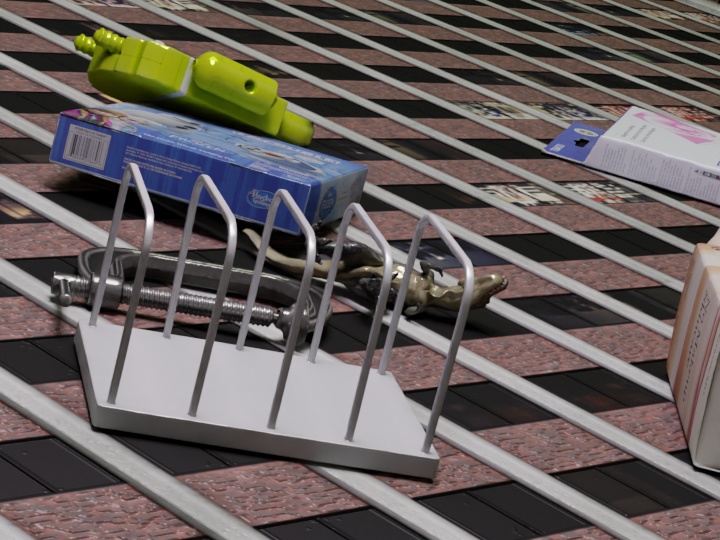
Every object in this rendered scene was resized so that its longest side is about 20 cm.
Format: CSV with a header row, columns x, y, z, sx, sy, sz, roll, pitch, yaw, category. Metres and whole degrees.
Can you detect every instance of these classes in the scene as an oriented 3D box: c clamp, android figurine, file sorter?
x,y,z,sx,sy,sz,roll,pitch,yaw,category
-0.108,0.019,1.460,0.199,0.027,0.171,8,12,-16,c clamp
-0.140,-0.146,1.843,0.199,0.041,0.182,25,-11,-23,android figurine
-0.051,0.023,1.300,0.199,0.125,0.139,10,16,-15,file sorter

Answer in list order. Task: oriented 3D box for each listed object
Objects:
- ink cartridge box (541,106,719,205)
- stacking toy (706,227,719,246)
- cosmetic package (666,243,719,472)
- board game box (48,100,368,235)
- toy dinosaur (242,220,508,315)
x,y,z,sx,sy,sz,roll,pitch,yaw,category
0.298,-0.124,2.279,0.199,0.044,0.196,19,17,10,ink cartridge box
0.363,0.029,1.714,0.199,0.147,0.146,31,13,-11,stacking toy
0.260,0.060,1.492,0.087,0.104,0.200,12,14,-1,cosmetic package
-0.111,-0.082,1.730,0.199,0.044,0.199,17,9,10,board game box
0.000,0.000,1.573,0.199,0.048,0.088,15,-2,12,toy dinosaur
